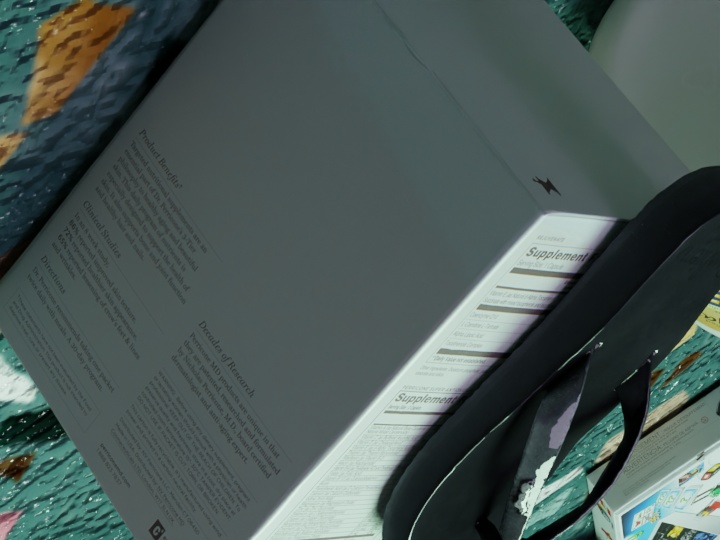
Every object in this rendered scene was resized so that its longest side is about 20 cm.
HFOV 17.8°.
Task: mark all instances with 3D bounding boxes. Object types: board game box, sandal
[{"bbox_3d":[0.212,0.145,1.499,0.126,0.035,0.200,-33,154,-7],"label":"board game box"},{"bbox_3d":[0.073,0.050,0.797,0.076,0.043,0.200,-5,139,-50],"label":"sandal"}]

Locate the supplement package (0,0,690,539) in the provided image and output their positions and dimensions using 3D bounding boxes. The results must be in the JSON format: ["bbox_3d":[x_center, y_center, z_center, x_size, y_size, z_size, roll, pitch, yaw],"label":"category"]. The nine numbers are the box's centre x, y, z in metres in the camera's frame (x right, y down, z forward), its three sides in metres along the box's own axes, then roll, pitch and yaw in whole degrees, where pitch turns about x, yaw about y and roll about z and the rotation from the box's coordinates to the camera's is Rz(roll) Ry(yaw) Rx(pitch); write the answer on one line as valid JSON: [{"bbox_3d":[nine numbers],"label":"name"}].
[{"bbox_3d":[0.000,0.000,0.848,0.200,0.152,0.150,-49,153,23],"label":"supplement package"}]

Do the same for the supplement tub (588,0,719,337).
[{"bbox_3d":[0.183,-0.048,1.010,0.144,0.145,0.200,-38,154,2],"label":"supplement tub"}]
